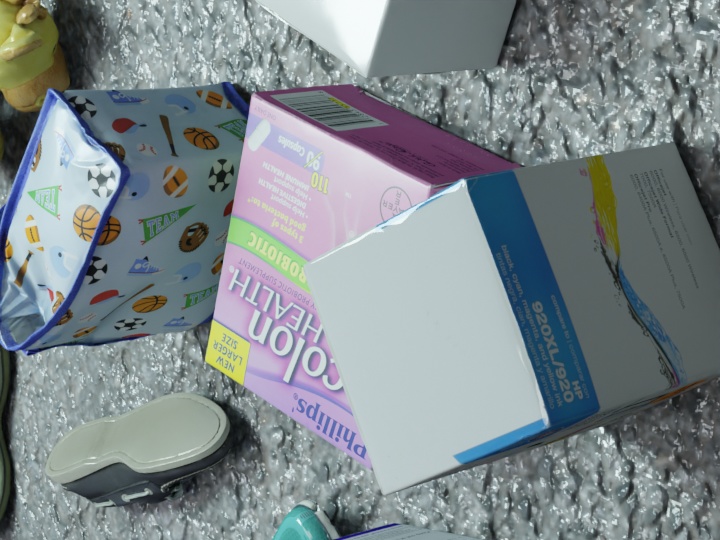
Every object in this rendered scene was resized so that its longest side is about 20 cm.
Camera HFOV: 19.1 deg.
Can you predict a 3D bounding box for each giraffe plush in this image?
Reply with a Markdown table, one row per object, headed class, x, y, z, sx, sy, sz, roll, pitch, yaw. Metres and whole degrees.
| class | x | y | z | sx | sy | sz | roll | pitch | yaw |
| --- | --- | --- | --- | --- | --- | --- | --- | --- | --- |
| giraffe plush | -0.303 | -0.163 | 1.694 | 0.161 | 0.200 | 0.173 | -27 | 62 | 12 |

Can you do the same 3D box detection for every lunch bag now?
| class | x | y | z | sx | sy | sz | roll | pitch | yaw |
| --- | --- | --- | --- | --- | --- | --- | --- | --- | --- |
| lunch bag | -0.167 | -0.031 | 1.542 | 0.124 | 0.169 | 0.201 | 48 | 128 | 34 |

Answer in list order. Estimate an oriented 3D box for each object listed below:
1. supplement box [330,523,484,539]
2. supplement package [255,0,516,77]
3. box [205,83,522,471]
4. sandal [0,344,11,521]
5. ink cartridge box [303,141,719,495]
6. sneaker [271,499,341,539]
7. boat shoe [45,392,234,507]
| class | x | y | z | sx | sy | sz | roll | pitch | yaw |
| --- | --- | --- | --- | --- | --- | --- | --- | --- | --- |
| supplement box | 0.061 | 0.235 | 1.399 | 0.199 | 0.103 | 0.102 | 3 | 98 | 44 |
| supplement package | 0.034 | -0.236 | 1.330 | 0.120 | 0.121 | 0.201 | 37 | 121 | 37 |
| box | 0.000 | 0.000 | 1.425 | 0.175 | 0.096 | 0.201 | 30 | 118 | 39 |
| sandal | -0.342 | 0.137 | 1.837 | 0.080 | 0.057 | 0.203 | 16 | 108 | 44 |
| ink cartridge box | 0.102 | 0.025 | 1.248 | 0.147 | 0.199 | 0.146 | -28 | 79 | 45 |
| sneaker | -0.067 | 0.253 | 1.552 | 0.078 | 0.079 | 0.201 | 46 | 126 | 31 |
| boat shoe | -0.160 | 0.146 | 1.663 | 0.199 | 0.073 | 0.063 | -14 | 130 | 42 |
